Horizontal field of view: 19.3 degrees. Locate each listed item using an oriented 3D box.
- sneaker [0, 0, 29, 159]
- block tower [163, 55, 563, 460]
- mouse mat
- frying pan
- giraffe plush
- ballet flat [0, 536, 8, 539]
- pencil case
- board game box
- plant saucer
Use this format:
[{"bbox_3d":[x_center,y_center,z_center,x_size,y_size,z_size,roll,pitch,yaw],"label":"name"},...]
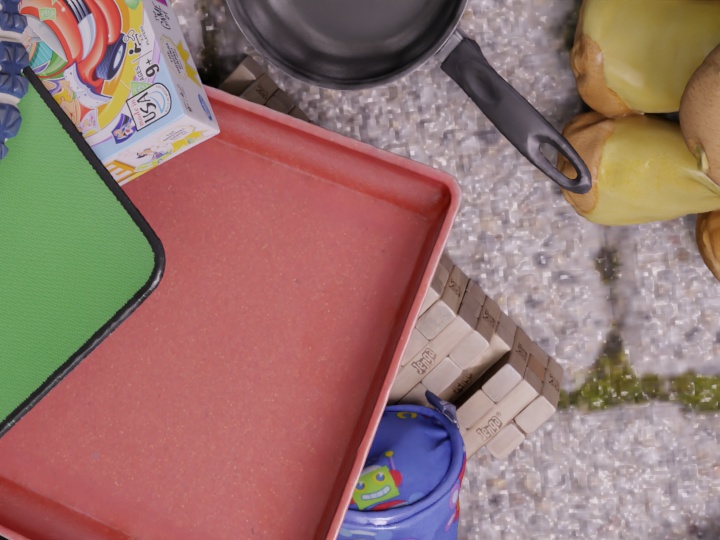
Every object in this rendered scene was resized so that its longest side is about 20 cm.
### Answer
[{"bbox_3d":[-0.181,-0.110,0.824,0.084,0.077,0.202,-9,66,22],"label":"sneaker"},{"bbox_3d":[0.000,0.000,0.922,0.200,0.058,0.054,45,107,-5],"label":"block tower"},{"bbox_3d":[-0.183,-0.022,0.848,0.161,0.008,0.200,-42,69,11],"label":"mouse mat"},{"bbox_3d":[0.029,-0.120,0.877,0.189,0.031,0.116,22,106,13],"label":"frying pan"},{"bbox_3d":[0.175,-0.052,0.821,0.198,0.162,0.174,10,108,6],"label":"giraffe plush"},{"bbox_3d":[-0.155,0.141,0.988,0.199,0.068,0.064,-24,133,17],"label":"ballet flat"},{"bbox_3d":[0.010,0.145,0.926,0.077,0.087,0.201,-8,128,-5],"label":"pencil case"},{"bbox_3d":[-0.153,-0.117,0.873,0.134,0.034,0.201,-28,73,16],"label":"board game box"},{"bbox_3d":[-0.073,0.029,0.857,0.199,0.037,0.201,21,90,22],"label":"plant saucer"}]
